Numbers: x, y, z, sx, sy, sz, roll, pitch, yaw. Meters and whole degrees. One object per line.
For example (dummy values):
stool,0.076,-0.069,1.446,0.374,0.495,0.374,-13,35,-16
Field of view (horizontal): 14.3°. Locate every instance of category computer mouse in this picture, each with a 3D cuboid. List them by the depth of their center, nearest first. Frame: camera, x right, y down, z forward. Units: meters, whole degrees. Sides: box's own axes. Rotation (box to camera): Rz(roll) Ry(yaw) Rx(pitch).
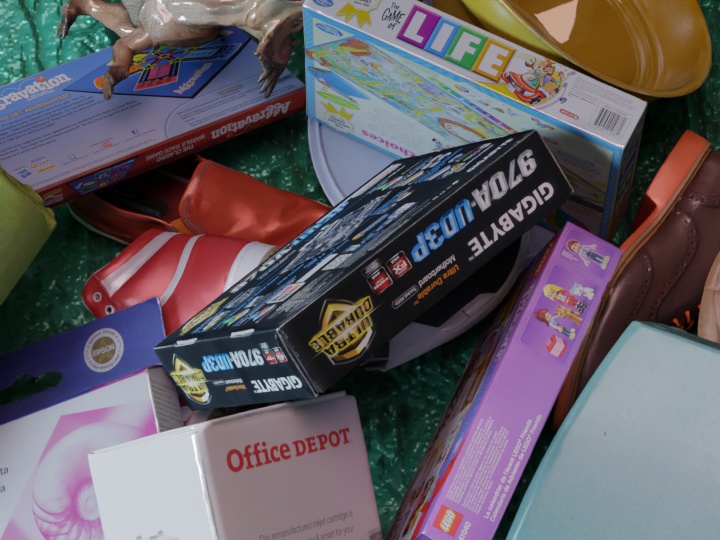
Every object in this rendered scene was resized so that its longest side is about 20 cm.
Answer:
computer mouse,0.033,0.033,1.645,0.200,0.110,0.044,-44,108,-3

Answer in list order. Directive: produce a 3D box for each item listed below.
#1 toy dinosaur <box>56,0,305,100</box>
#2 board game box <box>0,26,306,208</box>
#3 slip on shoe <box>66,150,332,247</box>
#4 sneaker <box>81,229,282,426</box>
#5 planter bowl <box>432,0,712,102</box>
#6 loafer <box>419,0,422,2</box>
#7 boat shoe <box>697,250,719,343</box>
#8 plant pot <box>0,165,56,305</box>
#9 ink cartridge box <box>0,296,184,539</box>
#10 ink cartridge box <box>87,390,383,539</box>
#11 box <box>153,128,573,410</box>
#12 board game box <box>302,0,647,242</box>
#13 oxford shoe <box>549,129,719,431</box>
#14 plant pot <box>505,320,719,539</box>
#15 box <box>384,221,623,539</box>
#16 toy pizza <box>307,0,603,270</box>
toy dinosaur,-0.103,-0.160,1.736,0.135,0.086,0.200,-1,20,-23
board game box,-0.141,-0.097,1.729,0.199,0.020,0.103,-23,47,-29
slip on shoe,-0.088,-0.034,1.721,0.199,0.061,0.074,19,66,13
sneaker,-0.119,0.070,1.670,0.112,0.071,0.201,14,77,25
planter bowl,0.104,-0.153,1.690,0.083,0.200,0.201,-47,59,33
loafer,-0.026,-0.191,1.752,0.200,0.072,0.063,20,82,47
boat shoe,0.222,0.049,1.642,0.072,0.065,0.201,17,70,7
plant pot,-0.275,-0.003,1.588,0.190,0.200,0.200,-46,67,-1
ink cartridge box,-0.188,0.131,1.622,0.196,0.043,0.201,-21,68,19
ink cartridge box,-0.052,0.175,1.523,0.083,0.146,0.201,-13,88,35
box,0.000,0.000,1.579,0.200,0.159,0.046,-38,103,-26
board game box,0.063,-0.092,1.650,0.199,0.135,0.034,25,67,11
oxford shoe,0.173,0.015,1.665,0.072,0.071,0.200,29,74,7
plant pot,0.160,0.134,1.525,0.141,0.141,0.201,19,94,15
box,0.074,0.083,1.602,0.039,0.137,0.201,28,69,-3
toy pizza,0.068,-0.082,1.739,0.199,0.032,0.201,1,64,-1
